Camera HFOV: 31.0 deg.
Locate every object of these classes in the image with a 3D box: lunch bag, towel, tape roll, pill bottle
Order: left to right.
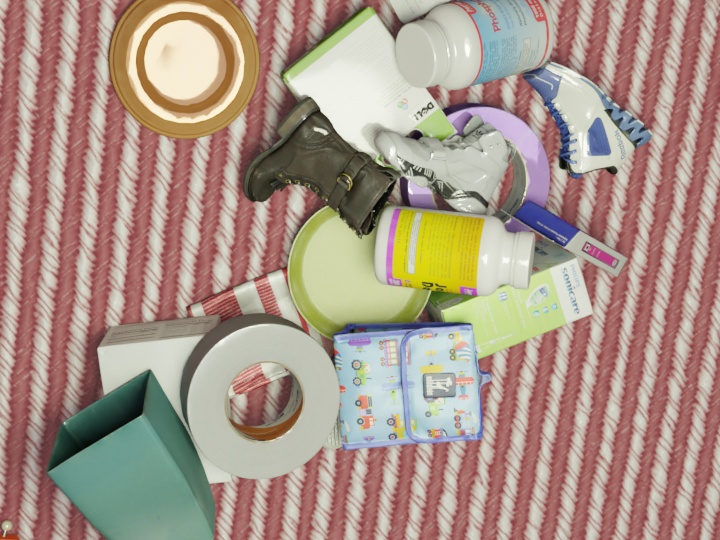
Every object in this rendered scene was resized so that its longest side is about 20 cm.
[{"bbox_3d":[-0.128,0.159,1.657,0.197,0.066,0.203,-3,102,-16],"label":"tape roll"},{"bbox_3d":[-0.124,0.080,1.789,0.198,0.023,0.146,-21,103,-5],"label":"towel"},{"bbox_3d":[0.074,0.146,1.690,0.197,0.094,0.153,-4,96,14],"label":"lunch bag"},{"bbox_3d":[0.122,-0.023,1.674,0.197,0.104,0.106,7,102,12],"label":"pill bottle"},{"bbox_3d":[0.155,-0.124,1.771,0.197,0.066,0.203,-2,103,-10],"label":"tape roll"},{"bbox_3d":[0.147,-0.296,1.676,0.198,0.108,0.110,-19,106,-32],"label":"pill bottle"}]

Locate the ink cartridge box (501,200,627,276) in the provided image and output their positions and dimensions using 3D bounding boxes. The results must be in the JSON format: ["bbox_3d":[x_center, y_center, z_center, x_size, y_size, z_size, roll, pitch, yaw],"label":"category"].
[{"bbox_3d":[0.276,-0.046,1.740,0.199,0.094,0.037,18,103,-52],"label":"ink cartridge box"}]

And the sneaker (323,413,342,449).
[{"bbox_3d":[-0.011,0.158,1.803,0.200,0.082,0.074,-46,115,-23],"label":"sneaker"}]

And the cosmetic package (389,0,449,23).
[{"bbox_3d":[0.121,-0.407,1.655,0.198,0.074,0.102,-23,108,33],"label":"cosmetic package"}]

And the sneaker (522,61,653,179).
[{"bbox_3d":[0.296,-0.193,1.772,0.198,0.081,0.116,33,93,-16],"label":"sneaker"}]

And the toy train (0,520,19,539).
[{"bbox_3d":[-0.434,0.432,1.792,0.197,0.056,0.152,9,100,-11],"label":"toy train"}]

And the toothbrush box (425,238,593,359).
[{"bbox_3d":[0.196,0.041,1.771,0.198,0.146,0.087,-20,104,-4],"label":"toothbrush box"}]

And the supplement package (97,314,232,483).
[{"bbox_3d":[-0.255,0.176,1.732,0.153,0.111,0.203,-6,102,0],"label":"supplement package"}]

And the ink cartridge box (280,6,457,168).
[{"bbox_3d":[0.009,-0.222,1.715,0.147,0.076,0.201,-37,102,0],"label":"ink cartridge box"}]

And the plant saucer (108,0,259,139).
[{"bbox_3d":[-0.228,-0.271,1.690,0.197,0.037,0.203,-2,102,-9],"label":"plant saucer"}]

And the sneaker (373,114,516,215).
[{"bbox_3d":[0.112,-0.155,1.667,0.199,0.075,0.116,29,101,-34],"label":"sneaker"}]

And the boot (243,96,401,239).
[{"bbox_3d":[-0.052,-0.106,1.672,0.174,0.069,0.200,46,133,7],"label":"boot"}]

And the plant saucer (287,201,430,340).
[{"bbox_3d":[0.000,0.000,1.760,0.197,0.031,0.203,0,98,-2],"label":"plant saucer"}]

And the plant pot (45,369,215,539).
[{"bbox_3d":[-0.272,0.263,1.630,0.140,0.142,0.201,-30,109,5],"label":"plant pot"}]
